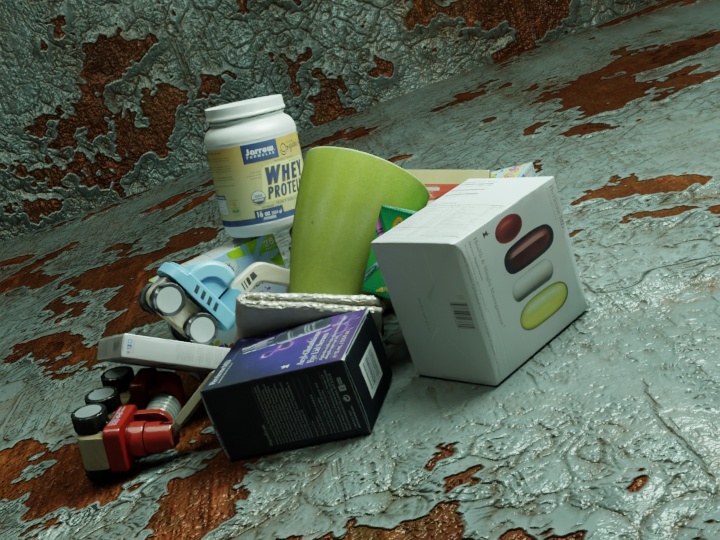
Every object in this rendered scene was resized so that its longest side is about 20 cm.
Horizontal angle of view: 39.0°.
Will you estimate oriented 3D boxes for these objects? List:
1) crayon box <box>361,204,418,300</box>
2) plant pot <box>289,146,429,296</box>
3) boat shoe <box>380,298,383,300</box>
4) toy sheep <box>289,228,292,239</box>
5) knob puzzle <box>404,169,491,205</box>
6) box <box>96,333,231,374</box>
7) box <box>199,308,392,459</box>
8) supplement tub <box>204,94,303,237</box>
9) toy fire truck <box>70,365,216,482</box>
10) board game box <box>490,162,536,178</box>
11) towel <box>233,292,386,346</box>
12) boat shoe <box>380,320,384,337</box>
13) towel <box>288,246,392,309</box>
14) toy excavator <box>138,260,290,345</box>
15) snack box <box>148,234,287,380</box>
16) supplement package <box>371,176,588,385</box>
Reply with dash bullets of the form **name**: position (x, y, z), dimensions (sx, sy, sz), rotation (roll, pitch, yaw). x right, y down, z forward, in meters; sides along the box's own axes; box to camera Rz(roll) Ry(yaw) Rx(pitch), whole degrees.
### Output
- **crayon box**: position (0.095, -0.017, 1.393), dimensions (0.058, 0.119, 0.200), rotation (18, 7, 38)
- **plant pot**: position (-0.021, -0.041, 1.418), dimensions (0.187, 0.187, 0.201), rotation (1, 67, 50)
- **boat shoe**: position (0.008, 0.031, 1.502), dimensions (0.061, 0.072, 0.201), rotation (32, 84, 31)
- **toy sheep**: position (-0.026, -0.033, 1.672), dimensions (0.138, 0.200, 0.138), rotation (-47, 28, 35)
- **knob puzzle**: position (0.107, -0.054, 1.542), dimensions (0.219, 0.220, 0.030), rotation (-13, -21, 22)
- **box**: position (-0.258, 0.122, 1.440), dimensions (0.199, 0.036, 0.144), rotation (12, -11, -26)
- **box**: position (-0.077, 0.142, 1.279), dimensions (0.199, 0.105, 0.148), rotation (-14, 19, 17)
- **supplement tub**: position (-0.161, -0.163, 1.579), dimensions (0.144, 0.201, 0.144), rotation (-11, 13, 3)
- **toy fire truck**: position (-0.268, 0.184, 1.369), dimensions (0.199, 0.129, 0.176), rotation (-5, 19, 8)
- **board game box**: position (0.196, -0.098, 1.699), dimensions (0.199, 0.103, 0.105), rotation (-11, 20, 28)
- **towel**: position (-0.070, 0.074, 1.364), dimensions (0.199, 0.133, 0.035), rotation (3, 54, -6)
- **boat shoe**: position (-0.061, 0.093, 1.462), dimensions (0.199, 0.067, 0.057), rotation (-9, 37, 13)
- **towel**: position (0.000, 0.000, 1.577), dimensions (0.199, 0.147, 0.022), rotation (-17, -21, 2)
- **toy excavator**: position (-0.194, 0.029, 1.497), dimensions (0.200, 0.194, 0.100), rotation (-51, 17, -16)
- **snack box**: position (-0.205, 0.050, 1.591), dimensions (0.200, 0.169, 0.068), rotation (-27, 18, -22)
- **supplement package**: position (0.154, 0.007, 1.279), dimensions (0.200, 0.192, 0.147), rotation (-34, 23, -35)
